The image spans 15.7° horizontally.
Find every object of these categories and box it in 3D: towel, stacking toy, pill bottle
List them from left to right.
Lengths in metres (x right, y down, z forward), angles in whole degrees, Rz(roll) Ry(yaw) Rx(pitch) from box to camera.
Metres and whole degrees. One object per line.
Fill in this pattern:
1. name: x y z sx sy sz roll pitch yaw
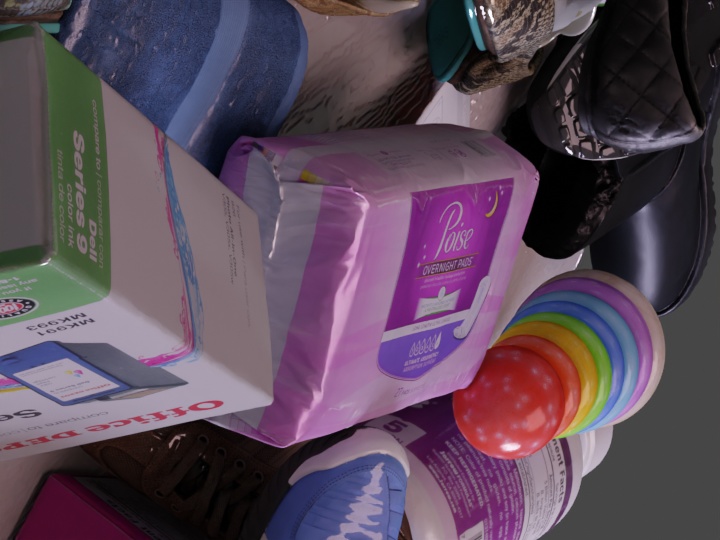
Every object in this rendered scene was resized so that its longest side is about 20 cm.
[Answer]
1. towel: -0.086 -0.076 1.037 0.112 0.048 0.200 -61 155 5
2. pill bottle: 0.052 0.111 1.430 0.200 0.112 0.113 -28 142 -48
3. stacking toy: 0.092 0.052 1.312 0.086 0.085 0.200 -64 165 15

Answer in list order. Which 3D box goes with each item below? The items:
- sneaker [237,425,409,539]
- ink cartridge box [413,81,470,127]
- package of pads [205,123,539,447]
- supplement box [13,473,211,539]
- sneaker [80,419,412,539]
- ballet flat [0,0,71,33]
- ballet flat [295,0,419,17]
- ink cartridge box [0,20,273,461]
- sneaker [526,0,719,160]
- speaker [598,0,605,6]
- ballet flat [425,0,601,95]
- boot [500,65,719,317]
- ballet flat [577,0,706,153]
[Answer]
1. sneaker: -0.022 0.163 1.141 0.075 0.077 0.201 12 107 -32
2. ink cartridge box: -0.009 -0.003 1.288 0.200 0.050 0.163 -57 159 -35
3. package of pads: 0.000 0.000 1.139 0.200 0.075 0.121 -12 122 -63
4. supplement box: -0.086 0.167 1.258 0.102 0.103 0.200 -61 153 9
5. sneaker: -0.045 0.099 1.190 0.199 0.076 0.071 28 107 -34
6. ballet flat: -0.172 -0.103 0.848 0.200 0.074 0.075 -18 135 -56
7. ballet flat: -0.003 -0.135 1.098 0.200 0.065 0.071 2 116 -62
8. ink cartridge box: -0.132 0.000 0.914 0.200 0.144 0.088 39 42 -67
9. sneaker: 0.131 -0.119 1.324 0.200 0.087 0.076 -42 123 -37
10. speaker: 0.089 -0.190 1.180 0.089 0.088 0.200 -56 155 -3
11. ballet flat: 0.073 -0.123 1.173 0.200 0.075 0.068 106 -25 -83
12. boot: 0.134 -0.040 1.440 0.168 0.076 0.201 -32 139 -49
13. ballet flat: 0.140 -0.145 1.137 0.066 0.056 0.201 38 61 -64
